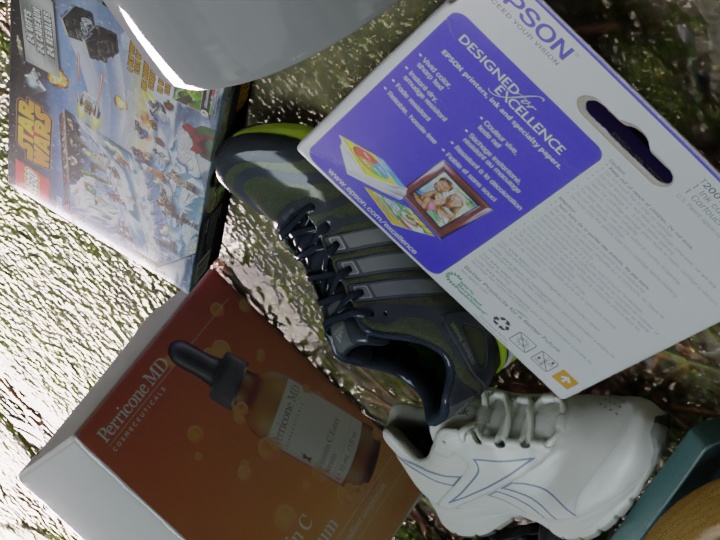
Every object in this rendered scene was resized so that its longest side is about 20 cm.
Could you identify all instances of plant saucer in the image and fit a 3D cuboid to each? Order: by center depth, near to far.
[{"bbox_3d":[0.160,0.138,0.863,0.019,0.069,0.201,53,141,27],"label":"plant saucer"}]

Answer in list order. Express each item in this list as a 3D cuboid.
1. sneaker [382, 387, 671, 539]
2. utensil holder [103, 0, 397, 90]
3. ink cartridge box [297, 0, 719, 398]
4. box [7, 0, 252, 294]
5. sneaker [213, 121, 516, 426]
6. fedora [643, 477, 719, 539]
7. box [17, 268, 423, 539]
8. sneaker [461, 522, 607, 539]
[{"bbox_3d":[0.085,0.100,0.891,0.087,0.075,0.199,41,145,-22],"label":"sneaker"},{"bbox_3d":[-0.065,-0.197,0.622,0.169,0.171,0.201,-2,132,42],"label":"utensil holder"},{"bbox_3d":[0.091,-0.041,0.763,0.198,0.044,0.200,43,147,-8],"label":"ink cartridge box"},{"bbox_3d":[-0.134,-0.088,0.910,0.136,0.040,0.201,30,144,8],"label":"box"},{"bbox_3d":[0.000,0.000,0.855,0.199,0.081,0.074,38,143,-2],"label":"sneaker"},{"bbox_3d":[0.234,0.176,0.831,0.198,0.082,0.203,12,120,21],"label":"fedora"},{"bbox_3d":[-0.084,0.131,1.015,0.200,0.153,0.106,44,145,-10],"label":"box"},{"bbox_3d":[0.096,0.191,0.996,0.082,0.071,0.200,27,147,4],"label":"sneaker"}]
